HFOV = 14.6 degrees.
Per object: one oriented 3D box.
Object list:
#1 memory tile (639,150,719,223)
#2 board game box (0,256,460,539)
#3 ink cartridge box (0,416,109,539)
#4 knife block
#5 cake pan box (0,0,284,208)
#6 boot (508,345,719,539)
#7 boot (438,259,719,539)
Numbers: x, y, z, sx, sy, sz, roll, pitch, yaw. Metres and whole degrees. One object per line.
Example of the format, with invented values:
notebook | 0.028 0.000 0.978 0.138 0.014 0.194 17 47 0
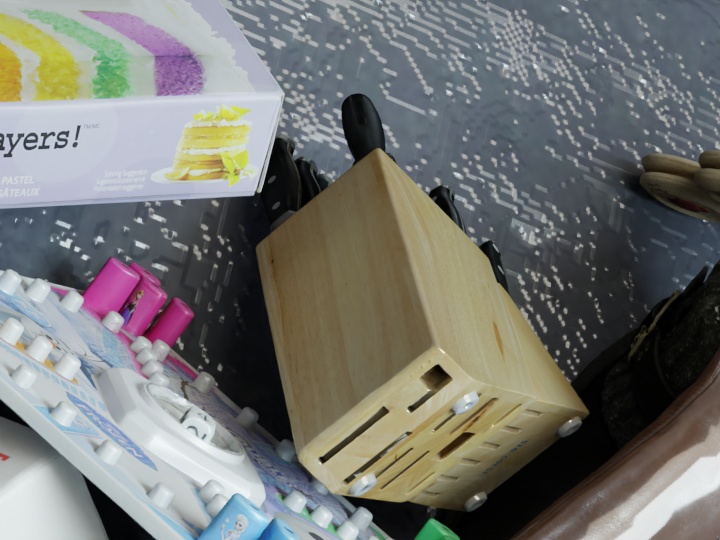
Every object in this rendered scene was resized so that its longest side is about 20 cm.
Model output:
memory tile | 0.212 -0.014 1.140 0.153 0.200 0.017 23 82 -19
board game box | -0.057 0.052 0.956 0.200 0.200 0.026 39 98 22
ink cartridge box | -0.194 0.121 0.899 0.200 0.145 0.085 -34 122 -32
knife block | 0.000 0.000 1.029 0.176 0.064 0.200 55 13 18
cake pan box | -0.148 -0.096 1.017 0.184 0.052 0.200 -1 37 -28
boot | 0.152 0.111 0.990 0.186 0.064 0.200 47 72 -14
boot | 0.114 0.070 1.076 0.079 0.158 0.211 41 58 -8
